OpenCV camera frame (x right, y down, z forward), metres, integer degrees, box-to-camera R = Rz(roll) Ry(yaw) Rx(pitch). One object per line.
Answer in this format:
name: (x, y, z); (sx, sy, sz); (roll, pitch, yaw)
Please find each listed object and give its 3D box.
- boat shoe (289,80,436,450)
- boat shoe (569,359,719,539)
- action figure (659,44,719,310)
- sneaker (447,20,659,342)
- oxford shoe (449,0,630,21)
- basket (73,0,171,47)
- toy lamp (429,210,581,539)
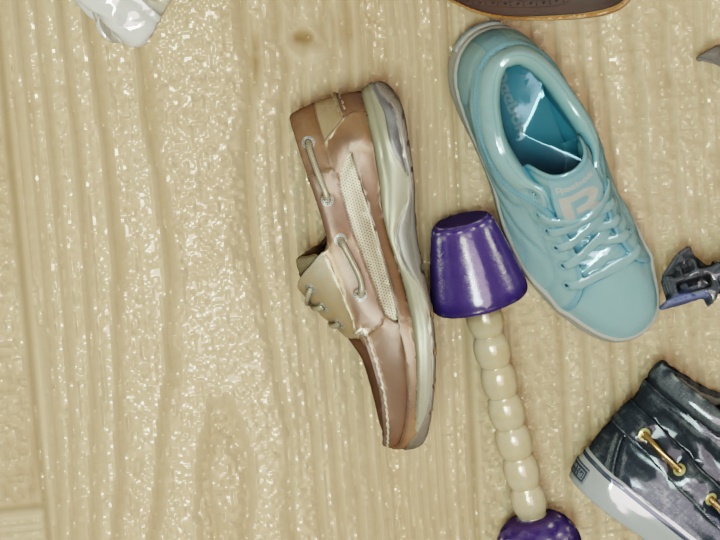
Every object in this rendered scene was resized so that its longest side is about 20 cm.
boat shoe: (0.000, 0.000, 1.122); (0.071, 0.076, 0.202); (-8, 93, -2)
boat shoe: (0.223, 0.139, 1.174); (0.199, 0.071, 0.091); (35, 100, -10)
action figure: (0.254, -0.044, 1.125); (0.198, 0.105, 0.195); (-23, 90, -9)
sneaker: (0.108, -0.039, 1.118); (0.074, 0.082, 0.201); (-33, 105, 1)
oxford shoe: (0.059, -0.173, 1.089); (0.198, 0.073, 0.072); (11, 99, -10)
basket: (-0.137, -0.232, 0.993); (0.198, 0.200, 0.161); (42, 88, -13)
toy lamp: (0.079, 0.066, 1.151); (0.058, 0.058, 0.202); (-13, 105, -4)
